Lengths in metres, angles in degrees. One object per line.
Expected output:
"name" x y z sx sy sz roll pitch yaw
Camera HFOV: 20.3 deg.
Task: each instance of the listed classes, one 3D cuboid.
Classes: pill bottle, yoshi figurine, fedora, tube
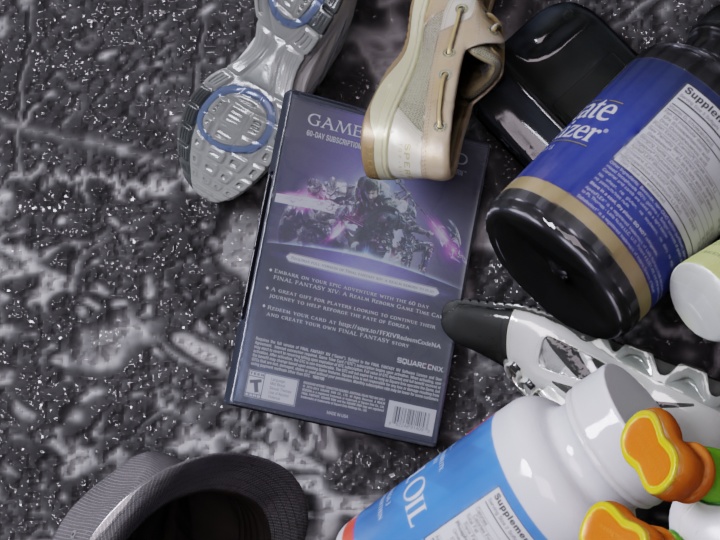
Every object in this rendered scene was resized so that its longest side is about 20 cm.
"pill bottle" 0.178 -0.063 1.194 0.112 0.112 0.200 40 72 16
"yoshi figurine" 0.213 0.135 1.113 0.112 0.199 0.113 -31 50 49
"pill bottle" 0.091 0.144 1.175 0.200 0.112 0.113 -38 74 19
"fedora" -0.132 0.185 1.252 0.090 0.176 0.201 31 105 44
"tube" 0.266 -0.025 1.184 0.199 0.052 0.058 -28 67 -29

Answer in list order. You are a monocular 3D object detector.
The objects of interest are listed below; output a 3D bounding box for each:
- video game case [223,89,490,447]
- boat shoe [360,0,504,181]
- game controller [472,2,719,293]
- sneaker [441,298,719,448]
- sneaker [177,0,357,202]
"video game case" 0.000 0.000 1.273 0.142 0.019 0.201 14 81 -20
"boat shoe" 0.061 -0.133 1.264 0.065 0.072 0.201 9 51 21
"game controller" 0.162 -0.082 1.284 0.104 0.042 0.200 -39 75 -11
"sneaker" 0.132 0.079 1.239 0.199 0.074 0.089 21 84 16
"sneaker" -0.049 -0.130 1.319 0.074 0.087 0.201 37 108 14
